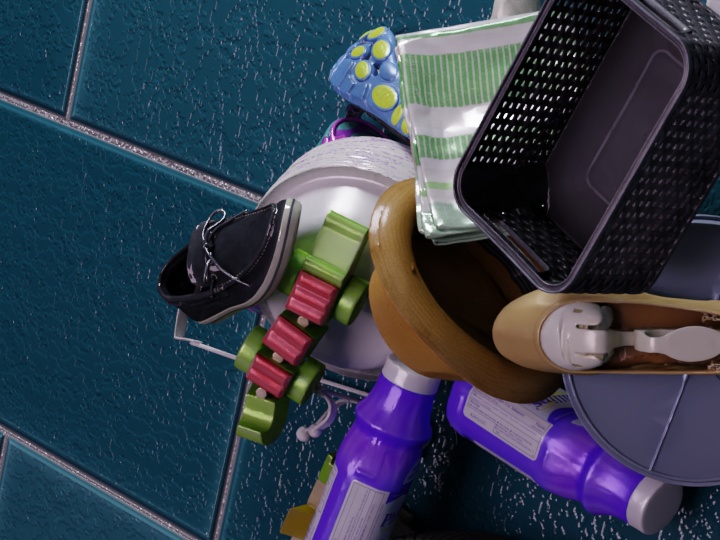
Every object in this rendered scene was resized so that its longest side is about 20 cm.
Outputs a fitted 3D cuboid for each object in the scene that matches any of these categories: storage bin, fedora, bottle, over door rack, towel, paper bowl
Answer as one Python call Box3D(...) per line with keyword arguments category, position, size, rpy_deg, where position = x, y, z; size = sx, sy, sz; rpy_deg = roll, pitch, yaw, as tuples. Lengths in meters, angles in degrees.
Box3D(category="storage bin", position=(0.169, -0.094, 1.435), size=(0.135, 0.094, 0.200), rpy_deg=(48, 121, 36))
Box3D(category="fedora", position=(0.071, 0.027, 1.604), size=(0.082, 0.200, 0.201), rpy_deg=(-39, 64, 40))
Box3D(category="bottle", position=(0.010, 0.165, 1.694), size=(0.065, 0.084, 0.200), rpy_deg=(24, 105, 10))
Box3D(category="over door rack", position=(-0.055, 0.104, 1.802), size=(0.200, 0.148, 0.067), rpy_deg=(30, 97, 39))
Box3D(category="towel", position=(0.107, -0.113, 1.597), size=(0.152, 0.023, 0.200), rpy_deg=(-10, 54, 2))
Box3D(category="bottle", position=(0.160, 0.136, 1.633), size=(0.200, 0.083, 0.065), rpy_deg=(32, 113, 40))
Box3D(category="paper bowl", position=(0.000, 0.000, 1.724), size=(0.200, 0.104, 0.201), rpy_deg=(11, 122, 18))

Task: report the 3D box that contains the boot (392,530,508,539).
Box3D(category="boot", position=(0.110, 0.281, 1.674), size=(0.200, 0.070, 0.132), rpy_deg=(8, 95, 29))

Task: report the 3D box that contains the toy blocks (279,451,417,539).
Box3D(category="toy blocks", position=(0.000, 0.274, 1.799), size=(0.137, 0.100, 0.200), rpy_deg=(32, 110, 27))

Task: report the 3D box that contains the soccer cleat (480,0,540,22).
Box3D(category="soccer cleat", position=(0.138, -0.147, 1.688), size=(0.077, 0.069, 0.200), rpy_deg=(3, 90, 23))

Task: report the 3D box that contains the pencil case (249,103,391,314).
Box3D(category="pencil case", position=(-0.044, -0.048, 1.830), size=(0.200, 0.092, 0.085), rpy_deg=(-47, 40, 34))

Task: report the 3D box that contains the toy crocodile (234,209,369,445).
Box3D(category="toy crocodile", position=(-0.049, 0.046, 1.657), size=(0.067, 0.062, 0.200), rpy_deg=(31, 110, 7))

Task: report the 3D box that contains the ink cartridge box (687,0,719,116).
Box3D(category="ink cartridge box", position=(0.336, -0.185, 1.437), size=(0.146, 0.147, 0.200), rpy_deg=(19, 103, 42))

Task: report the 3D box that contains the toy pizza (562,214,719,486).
Box3D(category="toy pizza", position=(0.247, 0.058, 1.545), size=(0.200, 0.032, 0.201), rpy_deg=(1, 96, 8))

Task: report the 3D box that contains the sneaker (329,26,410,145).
Box3D(category="sneaker", position=(0.039, -0.140, 1.767), size=(0.071, 0.083, 0.200), rpy_deg=(-45, 41, 0))

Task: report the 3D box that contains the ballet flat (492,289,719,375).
Box3D(category="ballet flat", position=(0.192, 0.044, 1.504), size=(0.200, 0.063, 0.069), rpy_deg=(-1, 97, 9))

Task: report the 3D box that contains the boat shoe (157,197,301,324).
Box3D(category="boat shoe", position=(-0.105, -0.009, 1.673), size=(0.200, 0.062, 0.075), rpy_deg=(-32, 41, 57))
